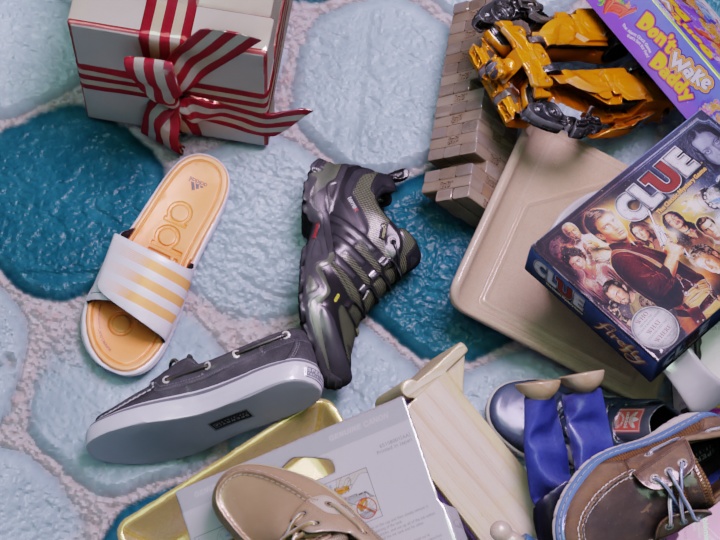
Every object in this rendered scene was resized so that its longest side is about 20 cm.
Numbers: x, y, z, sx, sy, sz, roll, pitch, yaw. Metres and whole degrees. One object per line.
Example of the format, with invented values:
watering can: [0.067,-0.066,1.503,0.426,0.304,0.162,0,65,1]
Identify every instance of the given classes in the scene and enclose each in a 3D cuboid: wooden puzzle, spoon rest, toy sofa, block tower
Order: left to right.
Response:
block tower: [0.101,-0.140,1.534,0.054,0.058,0.201,-8,61,40]
toy sofa: [0.093,0.164,1.399,0.098,0.083,0.200,-40,90,-18]
wooden puzzle: [0.189,-0.007,1.501,0.199,0.037,0.186,29,71,-8]
spoon rest: [0.220,0.022,1.422,0.099,0.061,0.200,-38,66,11]

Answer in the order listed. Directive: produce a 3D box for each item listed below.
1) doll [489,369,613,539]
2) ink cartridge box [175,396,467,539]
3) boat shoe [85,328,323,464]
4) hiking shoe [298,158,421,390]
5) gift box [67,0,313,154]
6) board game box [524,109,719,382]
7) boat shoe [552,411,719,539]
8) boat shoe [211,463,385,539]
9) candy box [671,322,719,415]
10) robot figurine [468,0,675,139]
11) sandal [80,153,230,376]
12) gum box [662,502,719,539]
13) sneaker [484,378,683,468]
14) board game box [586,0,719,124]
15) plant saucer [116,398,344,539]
doll: [0.158,0.180,1.343,0.136,0.048,0.201,-8,87,-25]
ink cartridge box: [-0.022,0.212,1.330,0.199,0.044,0.174,-23,71,12]
boat shoe: [-0.126,0.094,1.426,0.199,0.070,0.067,-21,53,15]
hiking shoe: [0.000,0.000,1.477,0.100,0.076,0.201,0,69,0]
gift box: [-0.130,-0.211,1.490,0.199,0.185,0.188,8,68,6]
board game box: [0.244,-0.023,1.395,0.200,0.035,0.135,-38,67,-23]
boat shoe: [0.221,0.155,1.315,0.200,0.072,0.073,-31,104,-36]
boat shoe: [-0.027,0.195,1.278,0.199,0.065,0.072,27,88,21]
candy box: [0.323,0.020,1.477,0.136,0.061,0.201,1,77,-11]
robot figurine: [0.173,-0.164,1.505,0.199,0.058,0.146,-7,62,-40]
sandal: [-0.170,-0.016,1.481,0.079,0.059,0.207,21,70,5]
gum box: [0.289,0.263,1.395,0.113,0.066,0.201,-2,75,-3]
sneaker: [0.200,0.124,1.439,0.199,0.085,0.075,14,70,2]
board game box: [0.285,-0.180,1.531,0.045,0.134,0.200,-45,75,27]
plant saucer: [-0.056,0.234,1.404,0.199,0.048,0.200,-31,75,-14]
